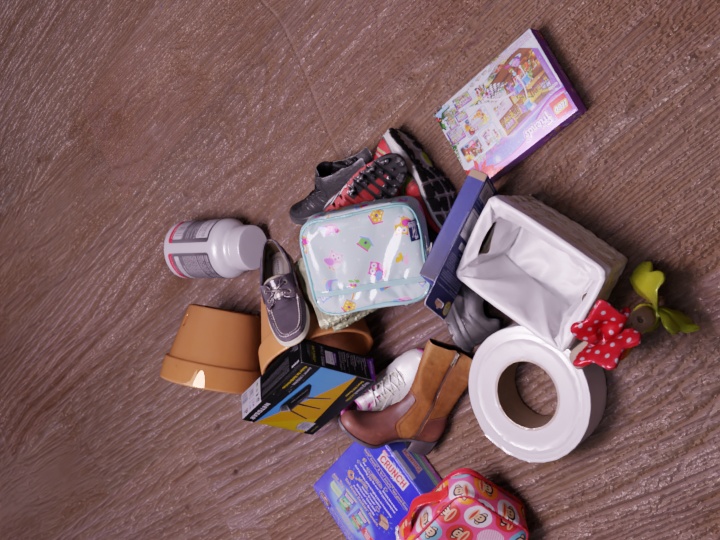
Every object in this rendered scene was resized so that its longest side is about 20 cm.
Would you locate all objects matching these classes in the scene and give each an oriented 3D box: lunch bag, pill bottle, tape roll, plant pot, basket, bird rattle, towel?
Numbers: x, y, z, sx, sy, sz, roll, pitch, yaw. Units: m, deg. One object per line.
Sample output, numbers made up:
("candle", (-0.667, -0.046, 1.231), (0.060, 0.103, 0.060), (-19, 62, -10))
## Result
("lunch bag", (0.015, -0.019, 1.241), (0.195, 0.077, 0.165), (-9, 102, 11))
("pill bottle", (-0.274, -0.042, 1.578), (0.196, 0.110, 0.114), (0, 98, 38))
("tape roll", (0.260, 0.177, 1.230), (0.199, 0.070, 0.208), (8, 103, 36))
("plant pot", (-0.268, 0.145, 1.558), (0.197, 0.198, 0.144), (9, 87, 36))
("lunch bag", (0.148, 0.410, 1.300), (0.174, 0.083, 0.201), (33, 118, -14))
("basket", (0.258, -0.005, 1.166), (0.199, 0.122, 0.138), (38, 119, 27))
("plant pot", (-0.092, 0.090, 1.422), (0.199, 0.197, 0.143), (-40, 59, 35))
("bird rattle", (0.341, 0.089, 1.086), (0.113, 0.198, 0.164), (51, 149, 13))
("towel", (0.000, 0.000, 1.335), (0.197, 0.037, 0.150), (-26, 62, -5))

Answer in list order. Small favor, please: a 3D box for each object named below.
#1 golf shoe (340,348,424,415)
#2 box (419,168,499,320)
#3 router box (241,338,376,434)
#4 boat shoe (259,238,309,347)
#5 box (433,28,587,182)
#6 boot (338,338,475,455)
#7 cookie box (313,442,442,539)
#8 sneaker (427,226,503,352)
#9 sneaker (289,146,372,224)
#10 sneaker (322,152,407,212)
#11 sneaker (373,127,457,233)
("golf shoe", (0.043, 0.204, 1.389), (0.200, 0.091, 0.076), (-46, 69, 32))
("box", (0.142, -0.034, 1.203), (0.032, 0.121, 0.203), (24, 85, 24))
("router box", (-0.089, 0.196, 1.369), (0.200, 0.147, 0.052), (-45, 40, 38))
("boat shoe", (-0.130, 0.032, 1.325), (0.071, 0.065, 0.203), (-22, 46, 9))
("box", (0.215, -0.232, 1.212), (0.199, 0.039, 0.139), (-37, 75, 36))
("boot", (0.078, 0.199, 1.317), (0.184, 0.069, 0.203), (18, 118, -14))
("cookie box", (0.034, 0.382, 1.436), (0.172, 0.074, 0.201), (52, 124, 18))
("sneaker", (0.159, 0.019, 1.289), (0.090, 0.076, 0.204), (-28, 84, 25))
("sneaker", (-0.055, -0.142, 1.400), (0.196, 0.061, 0.105), (-5, 129, 32))
("sneaker", (-0.002, -0.117, 1.310), (0.070, 0.098, 0.200), (39, 113, -13))
("sneaker", (0.086, -0.133, 1.317), (0.085, 0.076, 0.202), (-51, 57, 37))
